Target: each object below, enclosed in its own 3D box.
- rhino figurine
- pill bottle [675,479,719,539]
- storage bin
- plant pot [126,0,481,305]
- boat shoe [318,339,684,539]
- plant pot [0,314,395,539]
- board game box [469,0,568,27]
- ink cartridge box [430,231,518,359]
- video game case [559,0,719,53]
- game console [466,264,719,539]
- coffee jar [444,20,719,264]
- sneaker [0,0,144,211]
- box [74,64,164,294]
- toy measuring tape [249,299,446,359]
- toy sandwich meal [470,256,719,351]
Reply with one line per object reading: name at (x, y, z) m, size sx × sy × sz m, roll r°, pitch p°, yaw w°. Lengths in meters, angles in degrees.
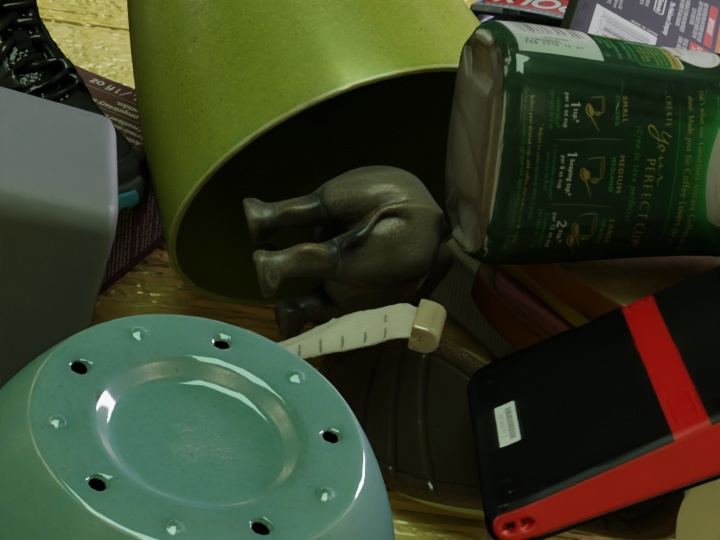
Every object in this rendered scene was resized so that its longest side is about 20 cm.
rhino figurine at (0.000, 0.000, 1.156) m, size 0.087 × 0.200 × 0.060 m, roll -14°, pitch 77°, yaw 1°
pill bottle at (0.208, 0.079, 1.043) m, size 0.112 × 0.113 × 0.200 m, roll 25°, pitch 29°, yaw 24°
storage bin at (-0.180, 0.012, 1.030) m, size 0.134 × 0.201 × 0.146 m, roll 10°, pitch 33°, yaw -13°
plant pot at (-0.038, -0.118, 1.210) m, size 0.186 × 0.187 × 0.201 m, roll -11°, pitch 61°, yaw -25°
boat shoe at (0.072, 0.082, 1.130) m, size 0.199 × 0.072 × 0.076 m, roll 20°, pitch 1°, yaw 32°
plant pot at (-0.076, 0.115, 0.931) m, size 0.199 × 0.162 × 0.201 m, roll 11°, pitch 37°, yaw -9°
board game box at (0.132, -0.113, 1.375) m, size 0.199 × 0.062 × 0.200 m, roll 14°, pitch 25°, yaw 24°
ink cartridge box at (0.161, 0.019, 1.249) m, size 0.199 × 0.041 × 0.200 m, roll -16°, pitch 41°, yaw -30°
video game case at (0.184, -0.092, 1.251) m, size 0.180 × 0.026 × 0.200 m, roll 28°, pitch 31°, yaw -3°
game console at (0.129, 0.045, 0.989) m, size 0.176 × 0.031 × 0.200 m, roll -24°, pitch 12°, yaw 6°
coffee jar at (0.141, -0.052, 1.098) m, size 0.199 × 0.105 × 0.085 m, roll 3°, pitch 14°, yaw -14°
sneaker at (-0.174, -0.097, 1.183) m, size 0.073 × 0.082 × 0.200 m, roll -22°, pitch 51°, yaw -42°
box at (-0.174, -0.025, 1.221) m, size 0.100 × 0.075 × 0.200 m, roll 22°, pitch 39°, yaw 20°
toy measuring tape at (-0.046, 0.064, 1.085) m, size 0.199 × 0.074 × 0.074 m, roll -14°, pitch 27°, yaw 22°
toy sandwich meal at (0.145, -0.005, 1.182) m, size 0.204 × 0.071 × 0.206 m, roll 6°, pitch 36°, yaw -5°
